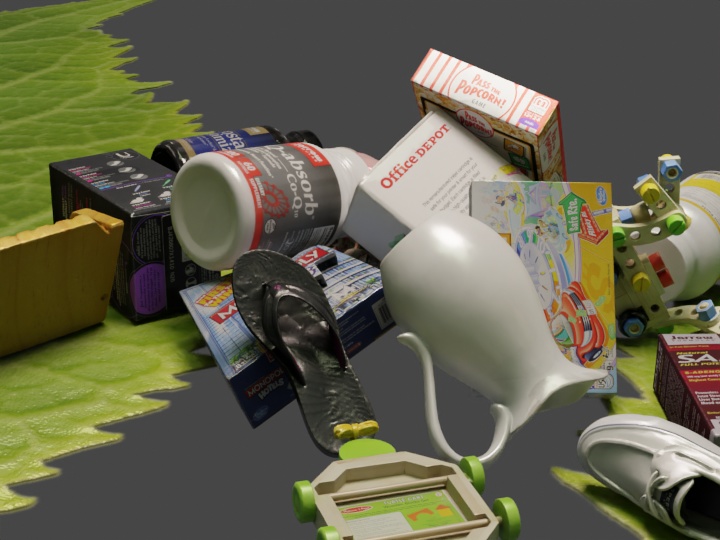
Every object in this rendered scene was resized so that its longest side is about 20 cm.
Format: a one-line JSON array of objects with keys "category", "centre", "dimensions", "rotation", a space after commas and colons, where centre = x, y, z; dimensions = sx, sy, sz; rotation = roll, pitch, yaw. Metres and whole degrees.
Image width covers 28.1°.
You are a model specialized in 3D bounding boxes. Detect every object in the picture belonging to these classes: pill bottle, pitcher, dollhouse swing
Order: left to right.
[{"category": "dollhouse swing", "centre": [-0.373, -0.010, 1.413], "dimensions": [0.199, 0.183, 0.176], "rotation": [-20, 50, -41]}, {"category": "pill bottle", "centre": [-0.145, -0.115, 1.740], "dimensions": [0.199, 0.113, 0.112], "rotation": [-13, 26, -30]}, {"category": "pill bottle", "centre": [-0.085, -0.070, 1.456], "dimensions": [0.115, 0.117, 0.199], "rotation": [20, 21, 38]}, {"category": "pitcher", "centre": [0.090, 0.060, 1.241], "dimensions": [0.171, 0.121, 0.200], "rotation": [-33, 79, -29]}, {"category": "pill bottle", "centre": [0.355, -0.033, 1.567], "dimensions": [0.111, 0.113, 0.200], "rotation": [15, 26, 30]}]

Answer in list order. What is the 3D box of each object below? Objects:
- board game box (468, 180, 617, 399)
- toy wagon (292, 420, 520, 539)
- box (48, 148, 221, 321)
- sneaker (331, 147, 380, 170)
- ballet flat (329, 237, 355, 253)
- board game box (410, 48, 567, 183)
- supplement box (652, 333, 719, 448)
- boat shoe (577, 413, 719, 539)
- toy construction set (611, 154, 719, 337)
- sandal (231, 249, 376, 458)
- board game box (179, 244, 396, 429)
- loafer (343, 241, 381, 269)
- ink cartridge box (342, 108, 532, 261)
[{"category": "board game box", "centre": [0.168, 0.017, 1.340], "dimensions": [0.133, 0.202, 0.034], "rotation": [0, -14, -1]}, {"category": "toy wagon", "centre": [0.026, 0.179, 1.123], "dimensions": [0.154, 0.040, 0.200], "rotation": [-6, 22, -17]}, {"category": "box", "centre": [-0.243, -0.043, 1.540], "dimensions": [0.105, 0.123, 0.200], "rotation": [-14, 27, -33]}, {"category": "sneaker", "centre": [0.010, -0.089, 1.633], "dimensions": [0.104, 0.076, 0.200], "rotation": [21, -4, 20]}, {"category": "ballet flat", "centre": [-0.044, -0.031, 1.604], "dimensions": [0.075, 0.064, 0.200], "rotation": [3, 21, 7]}, {"category": "board game box", "centre": [0.140, -0.137, 1.520], "dimensions": [0.151, 0.200, 0.046], "rotation": [27, 73, 21]}, {"category": "supplement box", "centre": [0.332, 0.121, 1.255], "dimensions": [0.108, 0.061, 0.200], "rotation": [0, 21, -3]}, {"category": "boat shoe", "centre": [0.253, 0.168, 1.118], "dimensions": [0.199, 0.074, 0.065], "rotation": [14, 21, 31]}, {"category": "toy construction set", "centre": [0.299, -0.003, 1.430], "dimensions": [0.131, 0.201, 0.092], "rotation": [-28, 9, 11]}, {"category": "sandal", "centre": [-0.043, 0.062, 1.231], "dimensions": [0.075, 0.048, 0.201], "rotation": [-26, 75, -19]}, {"category": "board game box", "centre": [-0.079, 0.039, 1.362], "dimensions": [0.199, 0.062, 0.199], "rotation": [-35, 30, -20]}, {"category": "loafer", "centre": [0.000, 0.000, 1.498], "dimensions": [0.063, 0.072, 0.200], "rotation": [43, 24, -3]}, {"category": "ink cartridge box", "centre": [0.103, -0.044, 1.440], "dimensions": [0.200, 0.084, 0.145], "rotation": [39, 56, 9]}]
